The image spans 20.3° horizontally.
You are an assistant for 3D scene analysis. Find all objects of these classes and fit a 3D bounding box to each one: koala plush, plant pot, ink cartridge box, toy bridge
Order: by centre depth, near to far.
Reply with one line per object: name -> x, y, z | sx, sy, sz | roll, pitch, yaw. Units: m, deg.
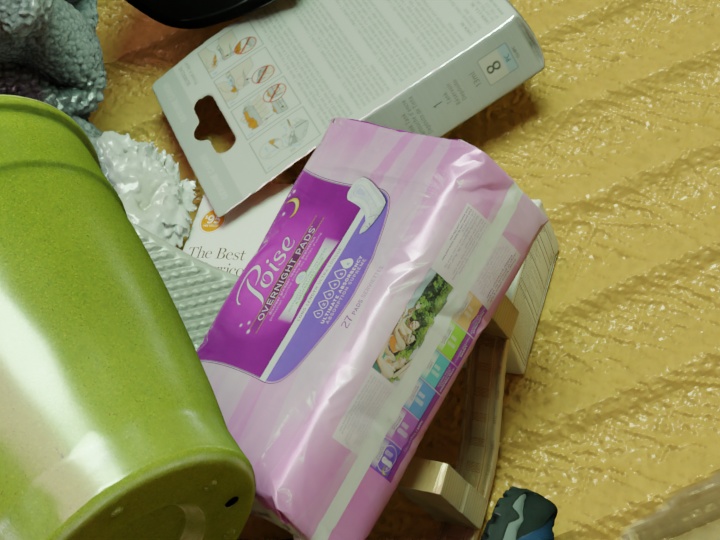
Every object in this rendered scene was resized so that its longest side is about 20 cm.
plant pot -> -0.150, 0.062, 0.886 | 0.200, 0.201, 0.193 | -38, 62, -7
toy bridge -> 0.041, 0.110, 0.979 | 0.027, 0.067, 0.201 | 8, 71, 26
koala plush -> -0.190, -0.075, 1.127 | 0.177, 0.184, 0.201 | -30, 87, 19
ink cartridge box -> -0.011, -0.113, 1.161 | 0.199, 0.047, 0.160 | -34, 39, 2

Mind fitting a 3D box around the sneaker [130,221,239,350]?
sneaker -> -0.086, 0.053, 1.074 | 0.200, 0.114, 0.073 | 34, 55, 3

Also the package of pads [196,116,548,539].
package of pads -> -0.010, 0.030, 0.960 | 0.120, 0.076, 0.201 | 15, 71, 48

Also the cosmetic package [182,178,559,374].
cosmetic package -> 0.000, 0.000, 1.087 | 0.199, 0.051, 0.083 | 4, 57, 24

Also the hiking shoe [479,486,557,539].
hiking shoe -> 0.081, 0.193, 0.917 | 0.086, 0.075, 0.201 | 13, 52, -4

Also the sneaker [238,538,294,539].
sneaker -> -0.092, 0.164, 0.983 | 0.199, 0.085, 0.078 | -14, 51, 12

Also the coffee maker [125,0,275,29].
coffee maker -> -0.077, -0.255, 1.211 | 0.135, 0.191, 0.201 | -36, 41, 55
